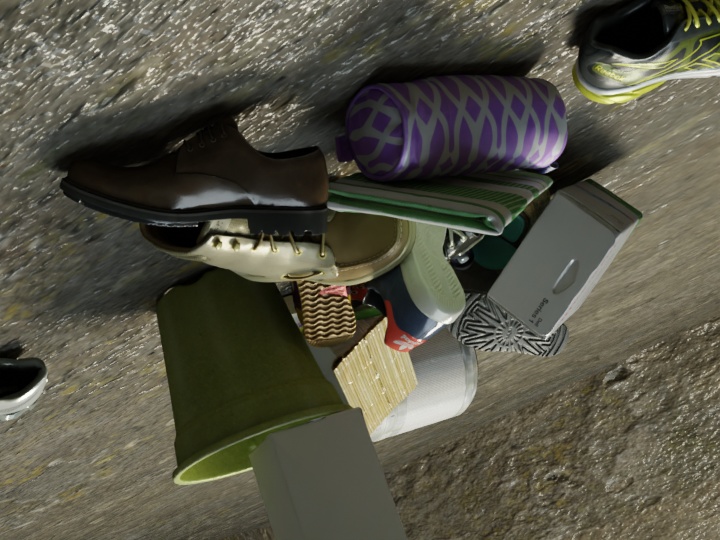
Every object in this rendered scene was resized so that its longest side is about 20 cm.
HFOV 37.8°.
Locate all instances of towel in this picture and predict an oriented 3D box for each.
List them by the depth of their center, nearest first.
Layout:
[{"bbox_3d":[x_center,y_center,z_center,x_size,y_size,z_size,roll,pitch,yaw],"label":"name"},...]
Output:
[{"bbox_3d":[0.070,-0.067,0.882,0.151,0.024,0.200,9,-165,17],"label":"towel"}]

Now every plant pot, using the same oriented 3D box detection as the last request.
[{"bbox_3d":[-0.129,0.102,1.113,0.199,0.186,0.201,-20,163,-6],"label":"plant pot"}]

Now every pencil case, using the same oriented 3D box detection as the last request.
[{"bbox_3d":[0.082,-0.119,0.871,0.199,0.085,0.085,-7,-178,-37],"label":"pencil case"}]

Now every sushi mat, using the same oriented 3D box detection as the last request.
[{"bbox_3d":[0.019,0.117,1.180,0.096,0.012,0.201,-43,151,-14],"label":"sushi mat"}]

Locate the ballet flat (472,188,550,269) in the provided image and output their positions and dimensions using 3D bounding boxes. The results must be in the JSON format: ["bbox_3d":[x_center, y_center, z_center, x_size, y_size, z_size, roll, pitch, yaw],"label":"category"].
[{"bbox_3d":[0.176,-0.056,1.218,0.070,0.071,0.200,-18,165,-10],"label":"ballet flat"}]

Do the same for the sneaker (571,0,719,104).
[{"bbox_3d":[0.270,-0.196,0.856,0.198,0.075,0.085,-23,163,7],"label":"sneaker"}]

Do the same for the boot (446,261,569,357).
[{"bbox_3d":[0.150,0.027,1.291,0.181,0.200,0.073,20,112,-25],"label":"boot"}]

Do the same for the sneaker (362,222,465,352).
[{"bbox_3d":[0.034,-0.009,0.963,0.075,0.201,0.085,27,122,-25],"label":"sneaker"}]

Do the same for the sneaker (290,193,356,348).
[{"bbox_3d":[-0.044,-0.017,1.054,0.074,0.090,0.201,-9,134,-15],"label":"sneaker"}]

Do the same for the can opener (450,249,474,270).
[{"bbox_3d":[0.109,-0.032,1.196,0.078,0.064,0.200,-22,163,3],"label":"can opener"}]

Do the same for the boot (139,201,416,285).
[{"bbox_3d":[-0.069,-0.035,0.886,0.198,0.074,0.155,-3,168,31],"label":"boot"}]

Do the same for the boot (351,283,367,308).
[{"bbox_3d":[0.000,0.000,1.159,0.143,0.073,0.200,-24,167,13],"label":"boot"}]

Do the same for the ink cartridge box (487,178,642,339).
[{"bbox_3d":[0.235,-0.018,1.190,0.145,0.084,0.200,-58,166,18],"label":"ink cartridge box"}]

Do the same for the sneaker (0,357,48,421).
[{"bbox_3d":[-0.406,0.125,1.049,0.199,0.075,0.088,-20,167,-41],"label":"sneaker"}]

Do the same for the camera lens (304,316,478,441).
[{"bbox_3d":[0.039,0.129,1.356,0.198,0.161,0.160,-13,162,-26],"label":"camera lens"}]

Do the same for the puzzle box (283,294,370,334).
[{"bbox_3d":[-0.036,0.048,1.338,0.198,0.026,0.133,-15,163,-21],"label":"puzzle box"}]

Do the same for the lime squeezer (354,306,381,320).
[{"bbox_3d":[0.047,0.030,1.175,0.070,0.038,0.199,16,-155,41],"label":"lime squeezer"}]

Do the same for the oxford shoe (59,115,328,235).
[{"bbox_3d":[-0.121,-0.075,0.784,0.198,0.085,0.073,1,-166,-15],"label":"oxford shoe"}]

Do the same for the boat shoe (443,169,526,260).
[{"bbox_3d":[0.085,-0.049,1.048,0.199,0.071,0.064,-36,-175,-24],"label":"boat shoe"}]

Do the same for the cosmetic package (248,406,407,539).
[{"bbox_3d":[-0.023,0.249,1.023,0.107,0.202,0.085,-10,159,-27],"label":"cosmetic package"}]
